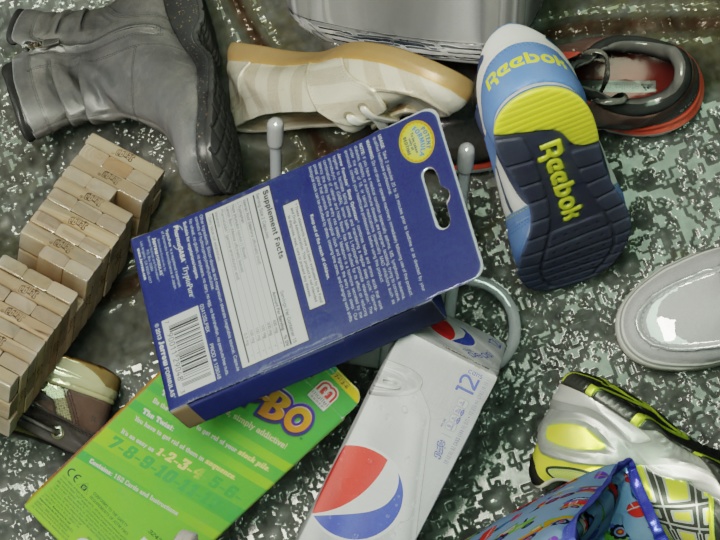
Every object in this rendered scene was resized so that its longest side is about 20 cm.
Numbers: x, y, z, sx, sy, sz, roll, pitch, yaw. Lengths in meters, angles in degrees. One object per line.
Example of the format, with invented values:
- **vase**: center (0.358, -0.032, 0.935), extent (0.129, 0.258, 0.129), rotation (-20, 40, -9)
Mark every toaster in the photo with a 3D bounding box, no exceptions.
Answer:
- **toaster**: center (0.039, -0.204, 1.630), extent (0.199, 0.130, 0.114), rotation (9, 37, 14)

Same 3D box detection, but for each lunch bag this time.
- **lunch bag**: center (0.081, 0.181, 1.531), extent (0.150, 0.200, 0.095), rotation (-31, 78, 18)

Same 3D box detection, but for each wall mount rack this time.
- **wall mount rack**: center (0.000, 0.000, 1.654), extent (0.198, 0.075, 0.175), rotation (8, 98, 6)

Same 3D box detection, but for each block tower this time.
- **block tower**: center (-0.187, 0.010, 1.648), extent (0.058, 0.054, 0.200), rotation (27, 53, 9)

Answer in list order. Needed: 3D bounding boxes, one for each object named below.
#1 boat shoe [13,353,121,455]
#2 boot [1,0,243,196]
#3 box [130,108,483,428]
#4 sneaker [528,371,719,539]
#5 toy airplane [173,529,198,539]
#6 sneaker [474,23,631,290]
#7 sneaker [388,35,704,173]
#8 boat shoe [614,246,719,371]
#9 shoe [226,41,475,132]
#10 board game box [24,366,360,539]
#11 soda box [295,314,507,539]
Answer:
- **boat shoe**: center (-0.248, 0.070, 1.676), extent (0.198, 0.073, 0.065), rotation (11, 76, 6)
- **boot**: center (-0.146, -0.099, 1.668), extent (0.131, 0.070, 0.201), rotation (-16, 38, 1)
- **box**: center (-0.028, -0.002, 1.575), extent (0.199, 0.032, 0.122), rotation (-24, 58, 13)
- **sneaker**: center (0.191, 0.141, 1.639), extent (0.199, 0.075, 0.077), rotation (34, 99, 15)
- **toy airplane**: center (-0.107, 0.236, 1.604), extent (0.199, 0.141, 0.200), rotation (-35, 93, 30)
- **sneaker**: center (0.110, -0.065, 1.622), extent (0.073, 0.201, 0.083), rotation (-18, 52, -4)
- **sneaker**: center (0.110, -0.113, 1.674), extent (0.198, 0.082, 0.078), rotation (-11, 80, 2)
- **boat shoe**: center (0.250, 0.013, 1.649), extent (0.198, 0.069, 0.073), rotation (-9, 80, 3)
- **shoe**: center (-0.009, -0.103, 1.654), extent (0.199, 0.070, 0.054), rotation (8, 81, 48)
- **board game box**: center (-0.098, 0.106, 1.641), extent (0.096, 0.030, 0.200), rotation (45, 107, -6)
- **soda box**: center (0.014, 0.123, 1.611), extent (0.063, 0.068, 0.201), rotation (26, 107, 0)
